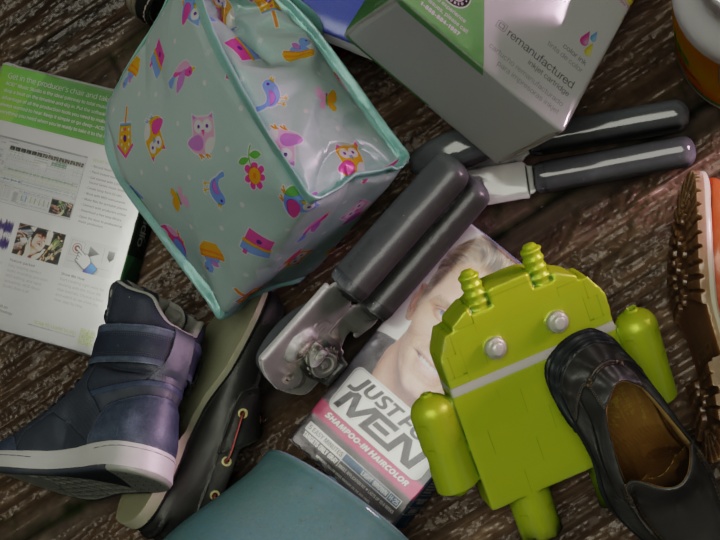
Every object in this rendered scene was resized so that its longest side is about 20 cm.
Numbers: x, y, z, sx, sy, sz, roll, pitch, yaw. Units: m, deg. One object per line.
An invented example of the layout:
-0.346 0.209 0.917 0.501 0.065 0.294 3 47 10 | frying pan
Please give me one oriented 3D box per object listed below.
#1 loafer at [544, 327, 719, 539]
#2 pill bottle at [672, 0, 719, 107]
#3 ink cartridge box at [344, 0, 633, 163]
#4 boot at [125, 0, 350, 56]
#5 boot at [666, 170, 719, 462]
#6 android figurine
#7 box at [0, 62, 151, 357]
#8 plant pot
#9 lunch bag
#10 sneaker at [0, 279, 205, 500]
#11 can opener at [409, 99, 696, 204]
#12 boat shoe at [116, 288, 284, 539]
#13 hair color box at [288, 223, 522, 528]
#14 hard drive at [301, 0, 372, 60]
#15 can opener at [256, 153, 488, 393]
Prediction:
0.192 0.131 1.111 0.073 0.072 0.200 -40 112 -2 | loafer
0.260 -0.176 1.104 0.110 0.200 0.112 -2 82 12 | pill bottle
0.105 -0.200 1.149 0.145 0.087 0.201 38 64 -14 | ink cartridge box
-0.062 -0.218 1.253 0.200 0.073 0.151 -40 76 -4 | boot
0.271 0.026 1.157 0.106 0.075 0.202 -7 77 -6 | boot
0.121 0.080 1.140 0.181 0.041 0.201 -20 107 -8 | android figurine
-0.229 -0.045 1.285 0.143 0.036 0.201 15 87 13 | box
-0.062 0.232 1.137 0.199 0.200 0.188 32 76 14 | plant pot
-0.086 -0.098 1.174 0.201 0.122 0.170 55 137 13 | lunch bag
-0.188 0.087 1.220 0.202 0.077 0.147 -10 63 45 | sneaker
0.135 -0.083 1.194 0.199 0.067 0.054 -10 81 11 | can opener
-0.104 0.104 1.226 0.063 0.074 0.202 30 76 -24 | boat shoe
0.052 0.074 1.195 0.100 0.061 0.200 39 91 14 | hair color box
-0.032 -0.235 1.203 0.199 0.025 0.133 23 74 7 | hard drive
0.000 0.000 1.167 0.200 0.053 0.067 -49 39 3 | can opener
